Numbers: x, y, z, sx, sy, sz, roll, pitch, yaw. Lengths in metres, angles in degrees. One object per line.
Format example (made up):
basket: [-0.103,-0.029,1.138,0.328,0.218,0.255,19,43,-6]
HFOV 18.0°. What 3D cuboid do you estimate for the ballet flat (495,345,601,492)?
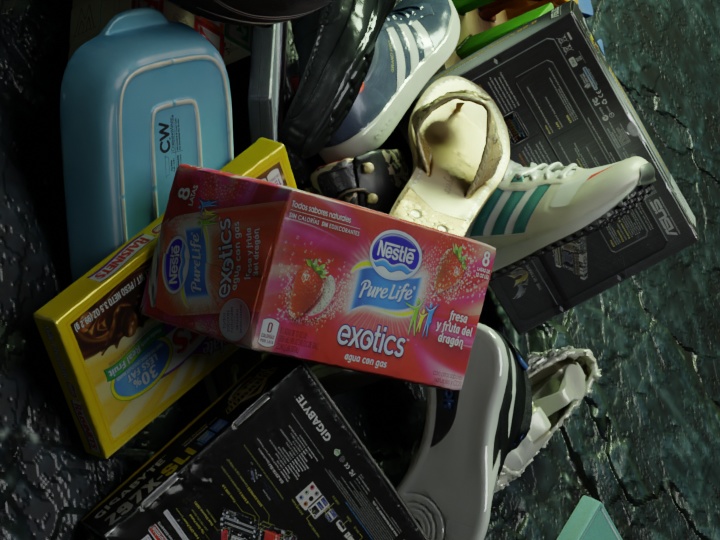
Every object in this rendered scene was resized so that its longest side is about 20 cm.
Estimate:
ballet flat: [0.120,0.105,1.679,0.200,0.071,0.072,-41,107,-52]

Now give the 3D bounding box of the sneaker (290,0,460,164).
sneaker: [0.009,-0.165,1.646,0.085,0.075,0.200,57,37,-23]

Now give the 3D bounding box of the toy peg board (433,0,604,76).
toy peg board: [0.149,-0.155,1.812,0.198,0.097,0.202,4,72,-53]

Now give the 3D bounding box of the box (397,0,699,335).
box: [0.138,-0.075,1.696,0.201,0.158,0.048,58,15,-11]

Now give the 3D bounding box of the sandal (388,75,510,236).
sandal: [0.069,-0.085,1.559,0.077,0.070,0.212,25,44,-2]

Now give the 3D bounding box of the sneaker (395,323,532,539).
sneaker: [0.076,0.140,1.567,0.112,0.073,0.202,18,87,-67]

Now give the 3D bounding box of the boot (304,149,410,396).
boot: [0.000,0.000,1.557,0.199,0.073,0.152,-16,88,-57]

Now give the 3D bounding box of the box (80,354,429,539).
box: [-0.047,0.175,1.366,0.159,0.049,0.201,-41,111,-15]

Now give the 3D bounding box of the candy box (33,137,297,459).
candy box: [-0.105,0.015,1.371,0.200,0.026,0.103,-40,130,-33]

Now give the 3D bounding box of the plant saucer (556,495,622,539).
plant saucer: [0.156,0.248,1.700,0.070,0.019,0.200,60,35,-15]

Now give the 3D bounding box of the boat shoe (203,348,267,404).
boat shoe: [-0.062,0.076,1.447,0.072,0.060,0.204,15,63,-50]

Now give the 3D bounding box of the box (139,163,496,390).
box: [-0.022,0.006,1.363,0.199,0.099,0.096,14,90,-49]

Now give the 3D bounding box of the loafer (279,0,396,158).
loafer: [-0.020,-0.167,1.550,0.070,0.068,0.202,21,64,1]

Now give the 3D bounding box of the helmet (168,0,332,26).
helmet: [-0.061,-0.248,1.385,0.190,0.199,0.202,25,55,-51]

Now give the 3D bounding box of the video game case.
video game case: [-0.060,-0.163,1.528,0.143,0.019,0.202,90,1,-62]

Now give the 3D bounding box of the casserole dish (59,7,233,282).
casserole dish: [-0.122,-0.057,1.379,0.121,0.039,0.202,-18,113,-44]

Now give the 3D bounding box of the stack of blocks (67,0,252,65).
stack of blocks: [-0.127,-0.168,1.476,0.115,0.058,0.202,28,53,-44]

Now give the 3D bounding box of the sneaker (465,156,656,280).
sneaker: [0.112,-0.053,1.631,0.070,0.199,0.094,-19,83,-60]
